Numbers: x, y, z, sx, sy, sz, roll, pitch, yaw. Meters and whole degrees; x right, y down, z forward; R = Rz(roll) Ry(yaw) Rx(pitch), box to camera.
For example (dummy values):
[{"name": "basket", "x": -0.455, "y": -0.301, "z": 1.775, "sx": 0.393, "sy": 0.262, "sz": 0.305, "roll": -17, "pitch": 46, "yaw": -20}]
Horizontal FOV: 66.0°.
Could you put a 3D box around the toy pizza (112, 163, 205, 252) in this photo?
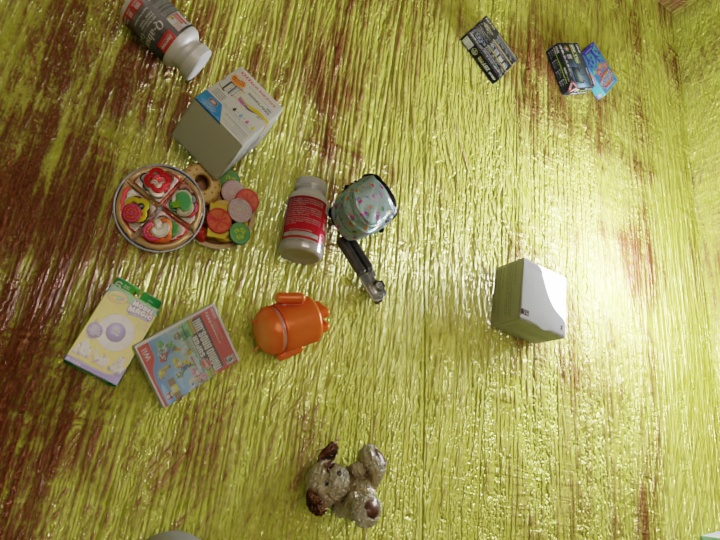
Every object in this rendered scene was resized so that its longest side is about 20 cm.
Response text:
[{"name": "toy pizza", "x": -0.447, "y": -0.142, "z": 1.233, "sx": 0.195, "sy": 0.032, "sz": 0.206, "roll": 3, "pitch": 79, "yaw": -15}]

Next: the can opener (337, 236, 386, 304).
[{"name": "can opener", "x": 0.000, "y": 0.000, "z": 1.488, "sx": 0.053, "sy": 0.067, "sz": 0.202, "roll": -25, "pitch": 76, "yaw": -33}]

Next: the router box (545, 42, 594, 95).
[{"name": "router box", "x": 0.846, "y": -0.812, "z": 2.232, "sx": 0.148, "sy": 0.062, "sz": 0.204, "roll": -16, "pitch": 84, "yaw": -35}]

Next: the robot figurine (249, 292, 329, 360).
[{"name": "robot figurine", "x": -0.168, "y": 0.127, "z": 1.302, "sx": 0.197, "sy": 0.144, "sz": 0.118, "roll": -14, "pitch": 66, "yaw": -33}]

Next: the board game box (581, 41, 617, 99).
[{"name": "board game box", "x": 0.994, "y": -0.846, "z": 2.344, "sx": 0.152, "sy": 0.045, "sz": 0.201, "roll": -43, "pitch": 100, "yaw": -33}]

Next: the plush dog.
[{"name": "plush dog", "x": -0.046, "y": 0.499, "z": 1.274, "sx": 0.169, "sy": 0.162, "sz": 0.202, "roll": 26, "pitch": 35, "yaw": -7}]

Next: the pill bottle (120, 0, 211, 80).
[{"name": "pill bottle", "x": -0.462, "y": -0.568, "z": 1.330, "sx": 0.200, "sy": 0.115, "sz": 0.117, "roll": 44, "pitch": 58, "yaw": -12}]

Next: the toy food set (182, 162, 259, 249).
[{"name": "toy food set", "x": -0.338, "y": -0.150, "z": 1.322, "sx": 0.194, "sy": 0.048, "sz": 0.205, "roll": 9, "pitch": 71, "yaw": -29}]

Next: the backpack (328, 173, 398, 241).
[{"name": "backpack", "x": 0.006, "y": -0.169, "z": 1.477, "sx": 0.168, "sy": 0.126, "sz": 0.200, "roll": 52, "pitch": 42, "yaw": -1}]

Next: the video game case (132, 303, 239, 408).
[{"name": "video game case", "x": -0.370, "y": 0.179, "z": 1.196, "sx": 0.199, "sy": 0.017, "sz": 0.146, "roll": -31, "pitch": 104, "yaw": -40}]

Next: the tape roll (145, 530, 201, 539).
[{"name": "tape roll", "x": -0.351, "y": 0.606, "z": 1.034, "sx": 0.199, "sy": 0.138, "sz": 0.208, "roll": 10, "pitch": 70, "yaw": -29}]

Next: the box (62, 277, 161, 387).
[{"name": "box", "x": -0.502, "y": 0.122, "z": 1.142, "sx": 0.116, "sy": 0.048, "sz": 0.203, "roll": 32, "pitch": 60, "yaw": -20}]

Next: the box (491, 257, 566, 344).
[{"name": "box", "x": 0.526, "y": 0.098, "z": 1.725, "sx": 0.196, "sy": 0.130, "sz": 0.204, "roll": 22, "pitch": 65, "yaw": -24}]

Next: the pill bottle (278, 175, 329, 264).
[{"name": "pill bottle", "x": -0.138, "y": -0.128, "z": 1.398, "sx": 0.110, "sy": 0.112, "sz": 0.205, "roll": 17, "pitch": 68, "yaw": -26}]

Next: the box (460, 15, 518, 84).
[{"name": "box", "x": 0.469, "y": -0.802, "z": 2.009, "sx": 0.201, "sy": 0.049, "sz": 0.162, "roll": 48, "pitch": 59, "yaw": -10}]

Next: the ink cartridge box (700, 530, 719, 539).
[{"name": "ink cartridge box", "x": 1.287, "y": 1.031, "z": 1.936, "sx": 0.142, "sy": 0.087, "sz": 0.205, "roll": 6, "pitch": 71, "yaw": -29}]

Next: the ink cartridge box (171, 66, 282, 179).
[{"name": "ink cartridge box", "x": -0.311, "y": -0.352, "z": 1.315, "sx": 0.147, "sy": 0.144, "sz": 0.201, "roll": 44, "pitch": 43, "yaw": -12}]
